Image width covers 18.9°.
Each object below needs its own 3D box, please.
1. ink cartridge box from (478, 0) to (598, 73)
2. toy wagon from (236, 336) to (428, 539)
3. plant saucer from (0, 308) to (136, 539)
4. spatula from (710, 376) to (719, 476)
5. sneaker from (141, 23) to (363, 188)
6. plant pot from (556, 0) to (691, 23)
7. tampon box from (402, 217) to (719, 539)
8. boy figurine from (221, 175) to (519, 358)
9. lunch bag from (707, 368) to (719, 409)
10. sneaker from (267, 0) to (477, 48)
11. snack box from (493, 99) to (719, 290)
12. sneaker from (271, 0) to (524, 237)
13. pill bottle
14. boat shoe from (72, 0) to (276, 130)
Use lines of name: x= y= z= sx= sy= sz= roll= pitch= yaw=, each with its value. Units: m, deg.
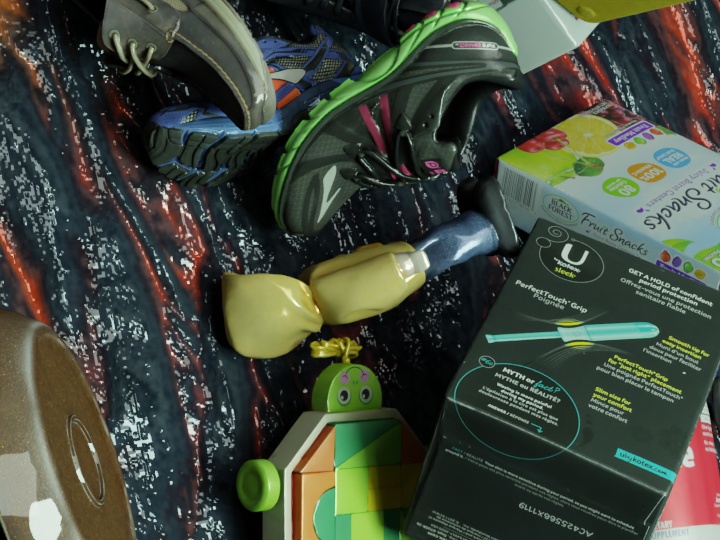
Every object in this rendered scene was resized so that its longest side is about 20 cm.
ink cartridge box: x=0.114 y=-0.267 z=1.620 sx=0.200 sy=0.083 sz=0.147 roll=54 pitch=49 yaw=-15
toy wagon: x=-0.010 y=0.143 z=1.380 sx=0.155 sy=0.039 sz=0.201 roll=-1 pitch=92 yaw=-43
plant saucer: x=-0.165 y=0.110 z=1.197 sx=0.200 sy=0.034 sz=0.201 roll=-18 pitch=90 yaw=-86
spatula: x=0.266 y=0.143 z=1.588 sx=0.200 sy=0.020 sz=0.057 roll=81 pitch=9 yaw=-47
sneaker: x=-0.073 y=-0.111 z=1.423 sx=0.200 sy=0.075 sz=0.079 roll=-21 pitch=76 yaw=-49
plant pot: x=0.185 y=-0.289 z=1.515 sx=0.200 sy=0.200 sz=0.177 roll=34 pitch=69 yaw=-28
tampon box: x=0.137 y=0.092 z=1.383 sx=0.149 sy=0.127 sz=0.200 roll=23 pitch=41 yaw=8
boy figurine: x=0.000 y=0.000 z=1.416 sx=0.199 sy=0.124 sz=0.065 roll=-20 pitch=97 yaw=-12
lunch bag: x=0.342 y=0.039 z=1.682 sx=0.200 sy=0.136 sz=0.133 roll=-30 pitch=96 yaw=-44
sneaker: x=-0.012 y=-0.197 z=1.438 sx=0.202 sy=0.146 sz=0.077 roll=11 pitch=102 yaw=-38
snack box: x=0.214 y=-0.046 z=1.568 sx=0.142 sy=0.200 sz=0.053 roll=-30 pitch=139 yaw=-42
sneaker: x=0.022 y=-0.086 z=1.383 sx=0.084 sy=0.200 sz=0.077 roll=53 pitch=18 yaw=17
pill bottle: x=0.194 y=0.117 z=1.541 sx=0.112 sy=0.112 sz=0.201 roll=3 pitch=74 yaw=-41
boat shoe: x=-0.132 y=-0.151 z=1.349 sx=0.073 sy=0.075 sz=0.200 roll=-37 pitch=67 yaw=-18
